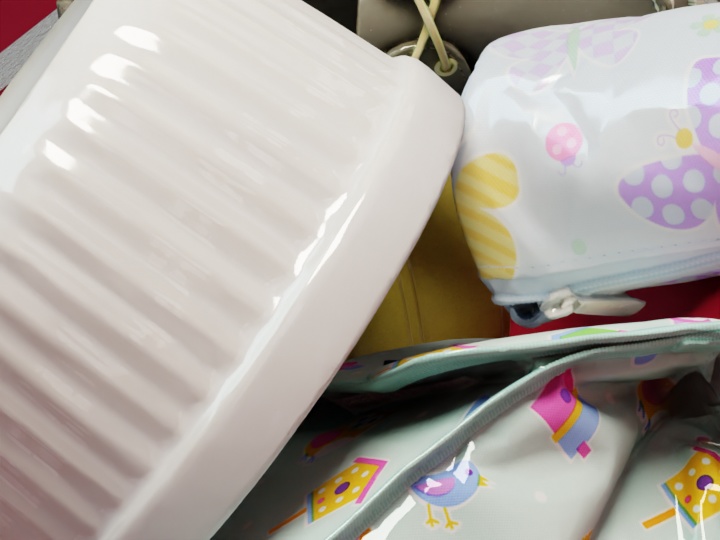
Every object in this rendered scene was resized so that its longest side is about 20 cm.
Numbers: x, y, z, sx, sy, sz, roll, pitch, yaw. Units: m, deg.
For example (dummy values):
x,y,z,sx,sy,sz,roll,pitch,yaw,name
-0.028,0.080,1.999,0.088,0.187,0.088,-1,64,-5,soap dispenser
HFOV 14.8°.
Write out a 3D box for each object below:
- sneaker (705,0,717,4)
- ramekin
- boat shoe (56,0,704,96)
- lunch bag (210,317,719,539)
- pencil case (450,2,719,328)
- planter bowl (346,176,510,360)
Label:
x,y,z,sx,sy,sz,roll,pitch,yaw,name
0.084,-0.039,0.990,0.115,0.081,0.200,-43,11,19,sneaker
-0.070,-0.001,0.786,0.200,0.105,0.200,-51,11,14,ramekin
0.005,-0.081,0.863,0.201,0.072,0.060,4,19,14,boat shoe
0.016,0.085,0.781,0.200,0.122,0.170,-47,11,-18,lunch bag
0.123,-0.036,0.772,0.199,0.083,0.091,-8,42,30,pencil case
0.000,0.000,0.987,0.083,0.201,0.200,-14,11,-16,planter bowl
